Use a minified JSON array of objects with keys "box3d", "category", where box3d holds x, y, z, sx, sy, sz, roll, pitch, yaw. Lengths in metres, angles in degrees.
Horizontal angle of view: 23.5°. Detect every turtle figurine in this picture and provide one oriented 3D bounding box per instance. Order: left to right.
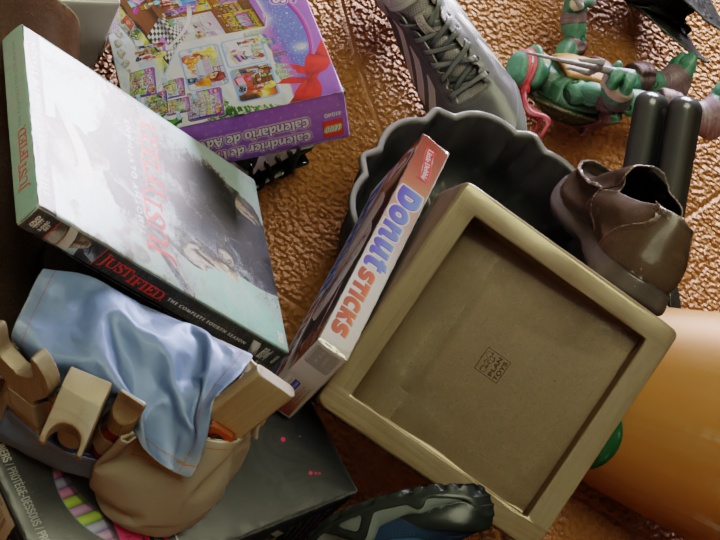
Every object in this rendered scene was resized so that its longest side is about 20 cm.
[{"box3d":[0.182,-0.153,1.318,0.200,0.101,0.150,11,42,-29],"category":"turtle figurine"}]

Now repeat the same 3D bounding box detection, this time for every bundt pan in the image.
[{"box3d":[0.072,-0.010,1.203,0.202,0.076,0.202,11,60,-19],"category":"bundt pan"}]

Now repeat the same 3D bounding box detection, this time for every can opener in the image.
[{"box3d":[0.209,-0.028,1.246,0.066,0.053,0.200,-6,105,-60],"category":"can opener"}]

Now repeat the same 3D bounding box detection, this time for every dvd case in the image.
[{"box3d":[-0.122,-0.040,0.993,0.200,0.022,0.146,33,32,-41],"category":"dvd case"}]

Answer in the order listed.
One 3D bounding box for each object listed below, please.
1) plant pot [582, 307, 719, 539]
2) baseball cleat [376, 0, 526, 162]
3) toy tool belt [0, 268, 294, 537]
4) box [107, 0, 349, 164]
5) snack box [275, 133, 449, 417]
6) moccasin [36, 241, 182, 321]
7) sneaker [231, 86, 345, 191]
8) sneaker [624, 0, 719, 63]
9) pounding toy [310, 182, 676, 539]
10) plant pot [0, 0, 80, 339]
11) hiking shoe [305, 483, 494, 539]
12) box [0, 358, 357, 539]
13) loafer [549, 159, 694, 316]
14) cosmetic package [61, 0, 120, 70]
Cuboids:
[{"box3d":[0.251,0.109,1.162,0.183,0.200,0.200,17,56,3],"category":"plant pot"},{"box3d":[0.051,-0.169,1.267,0.070,0.106,0.200,-35,68,9],"category":"baseball cleat"},{"box3d":[-0.142,0.052,0.914,0.200,0.123,0.125,22,53,-8],"category":"toy tool belt"},{"box3d":[-0.096,-0.144,1.151,0.137,0.039,0.200,-13,42,-6],"category":"box"},{"box3d":[0.000,0.000,1.055,0.024,0.072,0.200,34,45,-7],"category":"snack box"},{"box3d":[-0.115,0.010,1.057,0.200,0.080,0.068,23,61,-60],"category":"moccasin"},{"box3d":[-0.073,-0.086,1.183,0.080,0.074,0.200,34,55,-6],"category":"sneaker"},{"box3d":[0.224,-0.260,1.422,0.104,0.060,0.200,15,38,-41],"category":"sneaker"},{"box3d":[0.082,0.081,1.071,0.200,0.142,0.184,35,85,-5],"category":"pounding toy"},{"box3d":[-0.251,-0.046,1.032,0.187,0.187,0.200,-3,77,-26],"category":"plant pot"},{"box3d":[-0.004,0.184,0.981,0.074,0.200,0.087,11,53,-65],"category":"hiking shoe"},{"box3d":[-0.125,0.129,1.018,0.200,0.106,0.122,-19,72,-32],"category":"box"},{"box3d":[0.180,-0.034,1.126,0.073,0.071,0.200,32,15,-16],"category":"loafer"},{"box3d":[-0.268,-0.177,1.123,0.200,0.108,0.085,-2,62,-27],"category":"cosmetic package"}]
